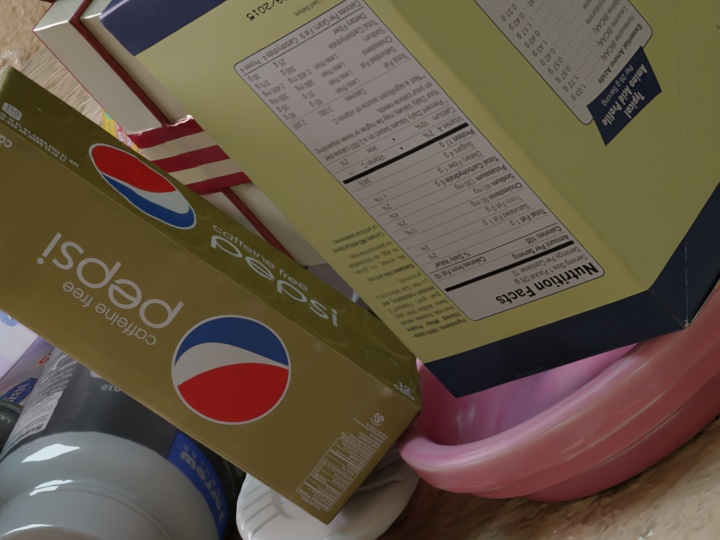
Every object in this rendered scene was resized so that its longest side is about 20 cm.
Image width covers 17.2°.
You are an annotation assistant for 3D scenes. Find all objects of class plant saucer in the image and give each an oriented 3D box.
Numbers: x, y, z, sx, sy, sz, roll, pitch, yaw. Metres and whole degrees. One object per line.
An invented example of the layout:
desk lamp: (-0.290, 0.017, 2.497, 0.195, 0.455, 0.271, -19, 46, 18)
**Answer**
plant saucer: (0.102, 0.017, 0.912, 0.200, 0.051, 0.201, -39, 17, 14)

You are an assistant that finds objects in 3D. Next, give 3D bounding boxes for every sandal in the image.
sandal: (-0.008, 0.087, 1.014, 0.082, 0.050, 0.203, -24, 18, 5)

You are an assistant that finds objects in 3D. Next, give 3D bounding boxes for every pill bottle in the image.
pill bottle: (-0.113, 0.103, 1.101, 0.114, 0.114, 0.200, -36, 17, 23)

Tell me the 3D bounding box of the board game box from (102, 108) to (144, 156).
board game box: (-0.036, -0.068, 1.182, 0.199, 0.030, 0.095, -12, 23, -26)

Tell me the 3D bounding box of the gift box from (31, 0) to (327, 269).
gift box: (-0.025, -0.107, 1.021, 0.186, 0.185, 0.200, -6, 38, 52)

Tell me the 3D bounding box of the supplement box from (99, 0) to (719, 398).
supplement box: (0.056, -0.100, 0.863, 0.134, 0.200, 0.200, -21, 27, 53)

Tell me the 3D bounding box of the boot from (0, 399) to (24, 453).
boot: (-0.206, 0.144, 1.104, 0.200, 0.072, 0.183, -68, -13, -85)

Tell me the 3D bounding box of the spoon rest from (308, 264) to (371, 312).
spoon rest: (0.000, 0.000, 1.161, 0.200, 0.060, 0.100, -30, 56, 34)

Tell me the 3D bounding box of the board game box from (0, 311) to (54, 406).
board game box: (-0.111, 0.004, 1.258, 0.199, 0.041, 0.200, -18, -18, -44)

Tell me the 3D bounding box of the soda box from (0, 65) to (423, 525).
soda box: (-0.073, 0.010, 0.913, 0.064, 0.200, 0.068, -51, 14, 16)
